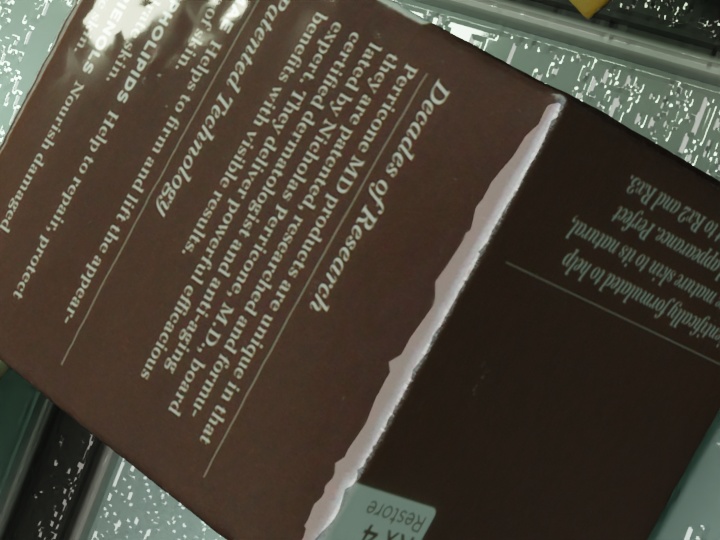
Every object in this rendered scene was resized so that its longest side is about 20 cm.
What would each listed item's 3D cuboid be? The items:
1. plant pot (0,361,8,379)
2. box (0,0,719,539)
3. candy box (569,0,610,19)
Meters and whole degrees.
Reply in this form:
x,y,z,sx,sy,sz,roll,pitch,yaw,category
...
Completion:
x,y,z,sx,sy,sz,roll,pitch,yaw,category
-0.223,0.030,1.002,0.184,0.200,0.200,-47,53,1,plant pot
0.000,0.000,0.842,0.200,0.166,0.165,32,95,38,box
0.084,-0.209,0.815,0.169,0.077,0.200,45,134,-1,candy box
